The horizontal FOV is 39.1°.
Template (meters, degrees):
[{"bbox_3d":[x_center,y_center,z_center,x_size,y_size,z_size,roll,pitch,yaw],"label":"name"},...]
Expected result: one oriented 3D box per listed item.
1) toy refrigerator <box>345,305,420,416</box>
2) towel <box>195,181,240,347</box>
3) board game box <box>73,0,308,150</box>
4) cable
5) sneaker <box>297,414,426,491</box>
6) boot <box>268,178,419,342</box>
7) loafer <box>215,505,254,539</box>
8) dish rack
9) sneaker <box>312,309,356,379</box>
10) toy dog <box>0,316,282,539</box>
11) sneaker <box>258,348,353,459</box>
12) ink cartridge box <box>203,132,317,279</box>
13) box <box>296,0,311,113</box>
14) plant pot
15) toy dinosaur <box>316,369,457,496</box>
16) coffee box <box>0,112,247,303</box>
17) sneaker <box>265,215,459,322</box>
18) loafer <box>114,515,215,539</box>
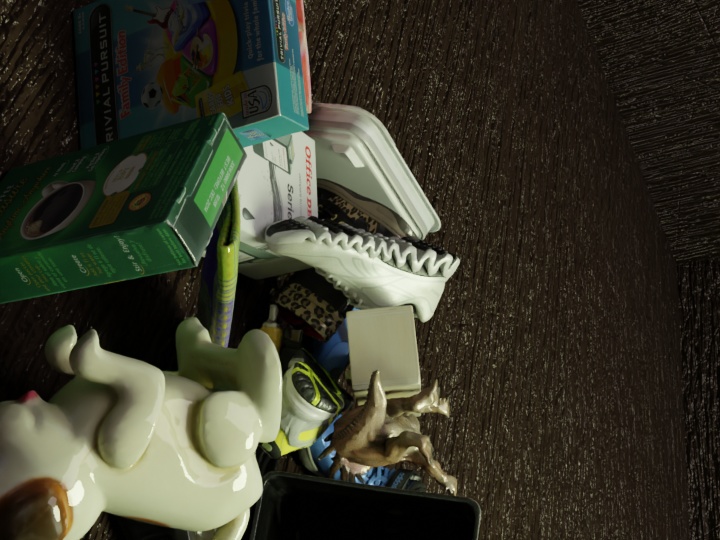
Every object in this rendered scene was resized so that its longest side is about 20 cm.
[{"bbox_3d":[0.023,0.098,1.012,0.200,0.070,0.076,80,5,-74],"label":"toy refrigerator"},{"bbox_3d":[-0.123,0.029,0.837,0.144,0.023,0.201,-103,-158,-55],"label":"towel"},{"bbox_3d":[-0.145,-0.168,0.839,0.047,0.199,0.152,16,65,-61],"label":"board game box"},{"bbox_3d":[-0.092,0.140,1.025,0.097,0.050,0.201,63,37,-64],"label":"cable"},{"bbox_3d":[0.011,0.214,1.074,0.077,0.111,0.201,-50,129,-48],"label":"sneaker"},{"bbox_3d":[-0.043,-0.013,1.086,0.151,0.200,0.073,-51,131,-12],"label":"boot"},{"bbox_3d":[-0.119,0.170,0.903,0.072,0.063,0.201,27,56,-58],"label":"loafer"},{"bbox_3d":[-0.014,-0.102,1.141,0.044,0.171,0.200,-57,134,-23],"label":"dish rack"},{"bbox_3d":[-0.031,0.059,1.150,0.078,0.066,0.200,34,50,-7],"label":"sneaker"},{"bbox_3d":[-0.174,0.126,0.698,0.199,0.139,0.195,-9,108,-36],"label":"toy dog"},{"bbox_3d":[-0.058,0.125,0.948,0.075,0.076,0.200,43,2,8],"label":"sneaker"},{"bbox_3d":[-0.124,-0.089,0.980,0.200,0.084,0.147,27,56,-58],"label":"ink cartridge box"},{"bbox_3d":[-0.101,-0.224,0.975,0.200,0.102,0.095,99,-15,-78],"label":"box"},{"bbox_3d":[0.005,0.316,0.936,0.178,0.198,0.201,71,27,-63],"label":"plant pot"},{"bbox_3d":[0.009,0.150,0.911,0.200,0.135,0.086,53,36,-62],"label":"toy dinosaur"},{"bbox_3d":[-0.186,-0.040,0.705,0.123,0.199,0.044,-75,146,-46],"label":"coffee box"},{"bbox_3d":[0.000,0.000,0.966,0.199,0.075,0.081,13,100,-26],"label":"sneaker"},{"bbox_3d":[-0.158,0.189,0.825,0.071,0.073,0.201,-19,99,-76],"label":"loafer"}]
